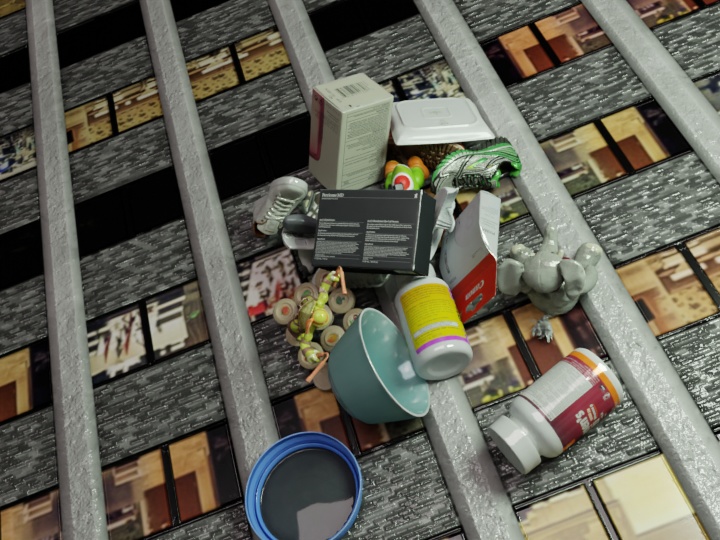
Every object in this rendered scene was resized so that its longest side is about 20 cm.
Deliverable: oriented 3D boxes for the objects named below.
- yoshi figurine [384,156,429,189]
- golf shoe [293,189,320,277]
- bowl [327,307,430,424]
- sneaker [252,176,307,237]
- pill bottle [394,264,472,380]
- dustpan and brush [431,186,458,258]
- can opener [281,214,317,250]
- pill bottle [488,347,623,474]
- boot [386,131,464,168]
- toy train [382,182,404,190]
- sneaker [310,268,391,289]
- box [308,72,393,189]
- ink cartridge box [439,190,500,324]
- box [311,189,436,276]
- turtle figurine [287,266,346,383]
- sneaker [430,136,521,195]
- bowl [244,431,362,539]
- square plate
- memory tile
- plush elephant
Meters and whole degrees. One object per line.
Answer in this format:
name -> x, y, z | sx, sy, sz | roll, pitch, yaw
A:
yoshi figurine -> 0.096, -0.128, 1.635 | 0.111, 0.113, 0.201 | 21, 39, -17
golf shoe -> -0.079, -0.078, 1.646 | 0.094, 0.078, 0.201 | -3, 58, 14
bowl -> 0.019, 0.175, 1.395 | 0.105, 0.201, 0.202 | -32, 51, 21
sneaker -> -0.160, -0.118, 1.653 | 0.072, 0.200, 0.085 | 14, 67, -22
pill bottle -> 0.121, 0.083, 1.462 | 0.104, 0.104, 0.201 | -19, 55, 3
dustpan and brush -> 0.157, -0.106, 1.556 | 0.057, 0.140, 0.200 | 16, 22, -6
can opener -> -0.055, -0.064, 1.586 | 0.199, 0.067, 0.053 | 4, 52, -27
pill bottle -> 0.305, 0.222, 1.312 | 0.200, 0.110, 0.110 | -37, 55, -10
boot -> 0.137, -0.270, 1.707 | 0.199, 0.075, 0.107 | 13, 55, 33
toy train -> 0.037, -0.118, 1.589 | 0.034, 0.200, 0.046 | -13, 82, -24
sneaker -> 0.000, 0.000, 1.575 | 0.199, 0.071, 0.080 | -27, 57, -3
box -> -0.022, -0.271, 1.664 | 0.127, 0.201, 0.109 | -23, 50, -30
ink cartridge box -> 0.189, -0.016, 1.476 | 0.057, 0.163, 0.201 | 21, 57, -11
box -> 0.023, -0.067, 1.468 | 0.199, 0.079, 0.142 | 3, 85, 26
turtle figurine -> -0.087, 0.089, 1.432 | 0.064, 0.161, 0.201 | 15, 82, -15
sneaker -> 0.225, -0.193, 1.621 | 0.199, 0.078, 0.085 | -24, 57, -13
bowl -> -0.091, 0.367, 1.374 | 0.199, 0.039, 0.202 | -8, 56, 11
square plate -> 0.155, -0.309, 1.691 | 0.198, 0.029, 0.199 | -5, 32, -5
memory tile -> -0.061, 0.104, 1.515 | 0.153, 0.017, 0.200 | -36, 68, 4
plush elephant -> 0.321, 0.000, 1.426 | 0.164, 0.155, 0.201 | 5, 58, 19
